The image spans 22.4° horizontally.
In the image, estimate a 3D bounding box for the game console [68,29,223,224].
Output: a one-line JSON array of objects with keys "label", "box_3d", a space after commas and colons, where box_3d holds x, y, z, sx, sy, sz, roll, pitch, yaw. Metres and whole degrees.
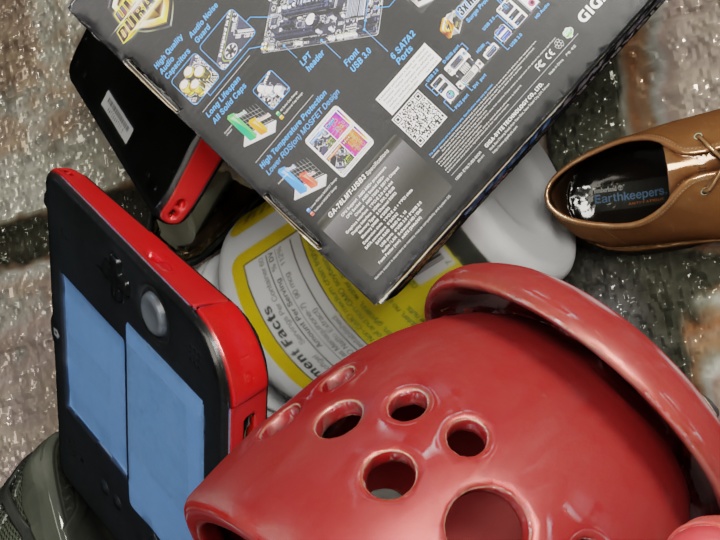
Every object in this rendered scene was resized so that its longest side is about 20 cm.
[{"label": "game console", "box_3d": [-0.082, -0.137, 0.934, 0.178, 0.031, 0.200, -61, 32, 15]}]

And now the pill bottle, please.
[{"label": "pill bottle", "box_3d": [0.000, 0.000, 0.920, 0.199, 0.114, 0.115, -32, 72, 29]}]

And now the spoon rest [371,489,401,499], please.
[{"label": "spoon rest", "box_3d": [-0.001, 0.123, 0.954, 0.199, 0.061, 0.100, 14, 112, 22]}]

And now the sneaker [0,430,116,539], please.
[{"label": "sneaker", "box_3d": [-0.178, 0.204, 1.044, 0.114, 0.076, 0.201, -35, 59, 41]}]

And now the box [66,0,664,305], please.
[{"label": "box", "box_3d": [0.005, -0.124, 0.804, 0.198, 0.050, 0.200, 43, 102, 7]}]

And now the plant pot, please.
[{"label": "plant pot", "box_3d": [0.051, 0.110, 0.794, 0.200, 0.201, 0.183, 31, 67, 30]}]

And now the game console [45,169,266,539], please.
[{"label": "game console", "box_3d": [-0.108, 0.070, 0.907, 0.177, 0.031, 0.201, 37, 136, 38]}]

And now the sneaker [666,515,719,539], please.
[{"label": "sneaker", "box_3d": [0.114, 0.191, 0.637, 0.078, 0.115, 0.201, -5, 85, 33]}]

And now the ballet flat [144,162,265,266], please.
[{"label": "ballet flat", "box_3d": [-0.063, -0.060, 0.951, 0.068, 0.068, 0.200, 38, 138, 3]}]

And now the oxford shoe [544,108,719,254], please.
[{"label": "oxford shoe", "box_3d": [0.177, -0.046, 0.831, 0.199, 0.071, 0.072, -16, 78, 31]}]
